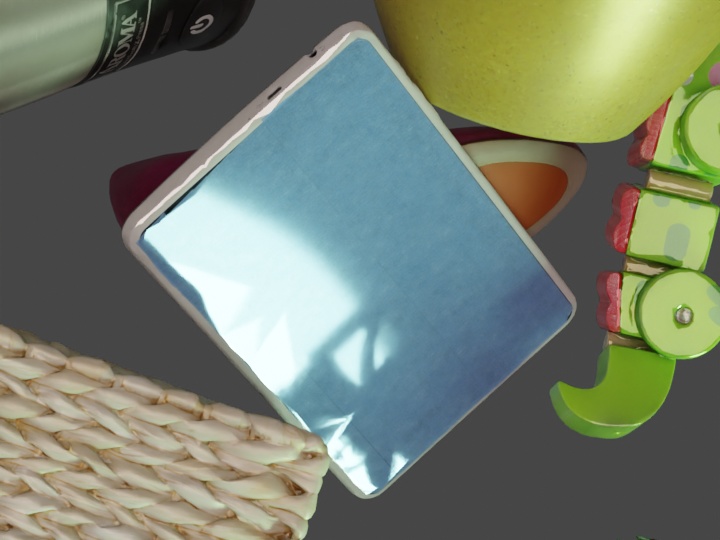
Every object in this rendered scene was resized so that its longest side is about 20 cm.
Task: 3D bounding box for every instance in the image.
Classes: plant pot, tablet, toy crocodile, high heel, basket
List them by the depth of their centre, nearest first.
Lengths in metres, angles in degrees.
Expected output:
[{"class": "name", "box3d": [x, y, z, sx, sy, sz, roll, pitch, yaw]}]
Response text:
[{"class": "basket", "box3d": [-0.130, 0.110, 1.189, 0.198, 0.200, 0.161, 20, 87, -5]}, {"class": "plant pot", "box3d": [0.080, -0.135, 1.221, 0.199, 0.200, 0.142, 11, 109, -5]}, {"class": "tablet", "box3d": [0.000, 0.000, 1.234, 0.130, 0.014, 0.200, -42, 131, -2]}, {"class": "toy crocodile", "box3d": [0.131, -0.024, 1.275, 0.062, 0.068, 0.201, 14, 90, -4]}, {"class": "high heel", "box3d": [-0.005, -0.042, 1.278, 0.199, 0.096, 0.068, -10, 124, -25]}]

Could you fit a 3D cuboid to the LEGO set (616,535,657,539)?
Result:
[{"class": "LEGO set", "box3d": [0.116, 0.222, 1.275, 0.153, 0.116, 0.200, 26, 84, 25]}]

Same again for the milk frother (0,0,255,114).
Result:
[{"class": "milk frother", "box3d": [-0.168, -0.166, 1.189, 0.188, 0.181, 0.200, -23, 48, -38]}]
